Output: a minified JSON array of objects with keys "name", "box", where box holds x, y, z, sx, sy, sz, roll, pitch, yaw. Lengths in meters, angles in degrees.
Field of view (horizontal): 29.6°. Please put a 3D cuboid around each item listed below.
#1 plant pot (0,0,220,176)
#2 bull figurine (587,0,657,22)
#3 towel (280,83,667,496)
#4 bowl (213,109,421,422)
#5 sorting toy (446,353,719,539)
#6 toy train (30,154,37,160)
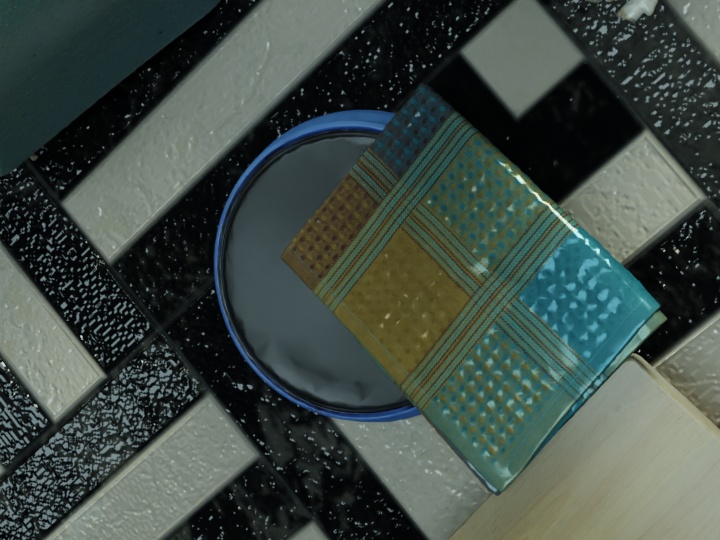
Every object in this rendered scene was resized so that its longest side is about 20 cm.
[{"name":"plant pot","box":[-0.215,-0.207,0.777,0.196,0.200,0.196,-41,83,-10]},{"name":"bull figurine","box":[0.108,-0.225,0.779,0.200,0.065,0.122,23,108,17]},{"name":"towel","box":[0.061,0.009,0.793,0.200,0.022,0.147,46,107,18]},{"name":"bowl","box":[0.000,0.000,0.857,0.200,0.039,0.201,3,99,17]},{"name":"sorting toy","box":[0.170,0.182,0.811,0.199,0.070,0.200,43,108,8]},{"name":"toy train","box":[-0.314,-0.116,0.924,0.116,0.085,0.200,-42,84,29]}]
